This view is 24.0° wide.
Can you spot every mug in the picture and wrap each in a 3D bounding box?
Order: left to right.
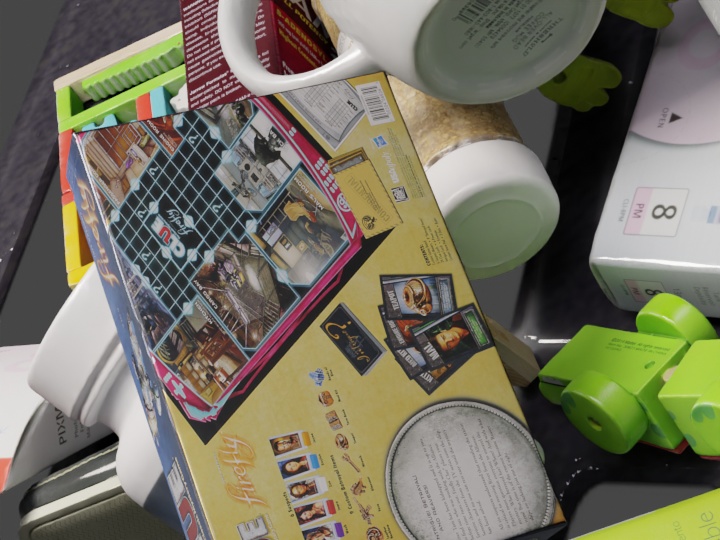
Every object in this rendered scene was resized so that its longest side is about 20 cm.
[{"bbox_3d":[0.017,-0.154,0.780,0.200,0.148,0.176,-34,52,17],"label":"mug"}]

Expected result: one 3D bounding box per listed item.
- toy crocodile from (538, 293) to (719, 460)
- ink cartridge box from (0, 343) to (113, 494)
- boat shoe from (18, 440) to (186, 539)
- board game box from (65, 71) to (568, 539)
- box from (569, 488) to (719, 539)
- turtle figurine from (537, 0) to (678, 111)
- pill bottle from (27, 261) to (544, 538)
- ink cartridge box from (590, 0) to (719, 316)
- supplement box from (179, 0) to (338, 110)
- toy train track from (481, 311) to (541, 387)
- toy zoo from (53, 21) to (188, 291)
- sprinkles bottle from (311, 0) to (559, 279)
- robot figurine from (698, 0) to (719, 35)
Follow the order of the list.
[{"bbox_3d":[0.148,0.054,0.713,0.068,0.062,0.200,-45,24,-24],"label":"toy crocodile"},{"bbox_3d":[-0.224,0.082,0.844,0.162,0.200,0.057,-5,97,26],"label":"ink cartridge box"},{"bbox_3d":[-0.074,0.082,0.824,0.200,0.072,0.068,-24,54,2],"label":"boat shoe"},{"bbox_3d":[-0.020,0.027,0.654,0.135,0.035,0.200,-13,70,-21],"label":"board game box"},{"bbox_3d":[0.090,0.158,0.613,0.200,0.048,0.122,-19,57,-1],"label":"box"},{"bbox_3d":[0.107,-0.160,0.860,0.200,0.064,0.161,-42,30,15],"label":"turtle figurine"},{"bbox_3d":[-0.034,0.069,0.720,0.200,0.120,0.120,35,75,2],"label":"pill bottle"},{"bbox_3d":[0.220,-0.055,0.768,0.200,0.057,0.163,2,58,35],"label":"ink cartridge box"},{"bbox_3d":[-0.040,-0.087,0.900,0.061,0.109,0.200,-26,49,20],"label":"supplement box"},{"bbox_3d":[0.000,0.000,0.768,0.033,0.200,0.115,-47,25,17],"label":"toy train track"},{"bbox_3d":[-0.114,-0.063,0.985,0.131,0.020,0.200,-23,49,13],"label":"toy zoo"},{"bbox_3d":[0.033,-0.087,0.845,0.068,0.068,0.200,-29,49,7],"label":"sprinkles bottle"},{"bbox_3d":[0.191,-0.160,0.745,0.113,0.169,0.200,-51,48,39],"label":"robot figurine"}]
